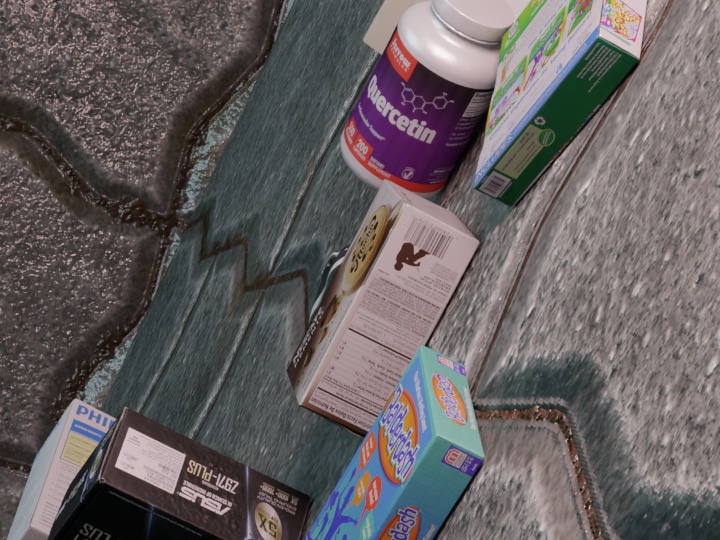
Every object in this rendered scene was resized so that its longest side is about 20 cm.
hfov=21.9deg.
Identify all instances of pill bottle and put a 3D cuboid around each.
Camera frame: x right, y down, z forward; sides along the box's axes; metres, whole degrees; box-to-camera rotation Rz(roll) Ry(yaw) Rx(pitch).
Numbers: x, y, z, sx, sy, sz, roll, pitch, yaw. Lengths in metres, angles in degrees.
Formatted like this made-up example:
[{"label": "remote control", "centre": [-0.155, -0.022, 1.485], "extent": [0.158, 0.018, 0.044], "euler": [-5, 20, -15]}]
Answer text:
[{"label": "pill bottle", "centre": [0.065, -0.170, 1.734], "extent": [0.113, 0.111, 0.201], "euler": [-83, 17, -55]}]

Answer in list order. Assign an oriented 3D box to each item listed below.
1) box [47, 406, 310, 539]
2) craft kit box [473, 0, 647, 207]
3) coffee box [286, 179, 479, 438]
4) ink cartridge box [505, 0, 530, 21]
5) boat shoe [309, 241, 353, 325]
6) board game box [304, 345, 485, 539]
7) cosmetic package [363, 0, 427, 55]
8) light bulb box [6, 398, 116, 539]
[{"label": "box", "centre": [-0.173, 0.239, 1.740], "extent": [0.164, 0.199, 0.087], "euler": [-49, 19, 47]}, {"label": "craft kit box", "centre": [0.170, -0.185, 1.537], "extent": [0.200, 0.048, 0.199], "euler": [-51, 21, 46]}, {"label": "coffee box", "centre": [0.017, 0.034, 1.643], "extent": [0.201, 0.079, 0.113], "euler": [-62, 14, 9]}, {"label": "ink cartridge box", "centre": [0.157, -0.296, 1.834], "extent": [0.201, 0.047, 0.160], "euler": [-52, 7, -22]}, {"label": "boat shoe", "centre": [0.000, 0.000, 1.788], "extent": [0.200, 0.075, 0.061], "euler": [-44, 30, 56]}, {"label": "board game box", "centre": [0.022, 0.178, 1.432], "extent": [0.201, 0.045, 0.152], "euler": [-59, 14, 18]}, {"label": "cosmetic package", "centre": [0.089, -0.314, 1.951], "extent": [0.104, 0.073, 0.201], "euler": [-50, -6, -48]}, {"label": "light bulb box", "centre": [-0.287, 0.290, 2.105], "extent": [0.125, 0.197, 0.201], "euler": [-51, 17, 37]}]
